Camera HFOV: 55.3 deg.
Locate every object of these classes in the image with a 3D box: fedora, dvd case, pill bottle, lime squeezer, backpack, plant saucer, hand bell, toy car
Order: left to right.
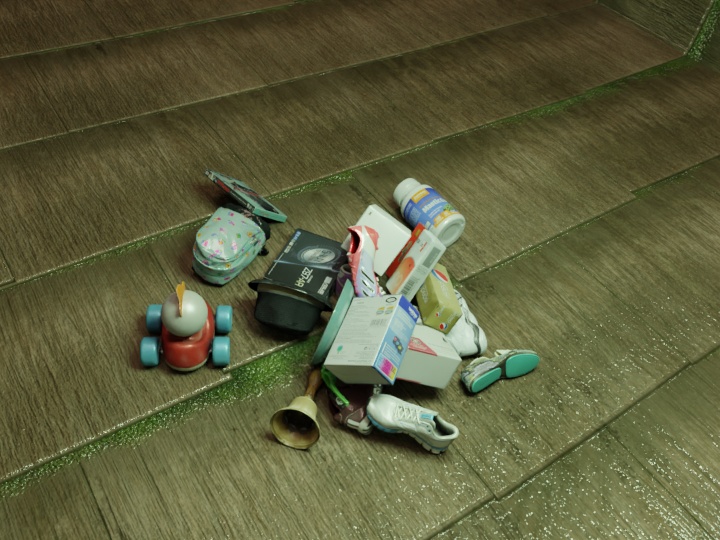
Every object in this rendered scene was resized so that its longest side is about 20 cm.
[{"bbox_3d":[-0.367,0.091,1.447,0.183,0.201,0.177,2,46,-8],"label":"toy car"},{"bbox_3d":[-0.326,-0.066,1.660,0.166,0.127,0.200,24,50,10],"label":"backpack"},{"bbox_3d":[-0.301,-0.196,1.806,0.200,0.022,0.146,37,12,26],"label":"dvd case"},{"bbox_3d":[-0.166,0.090,1.537,0.199,0.201,0.092,14,76,5],"label":"fedora"},{"bbox_3d":[-0.108,0.260,1.424,0.104,0.105,0.200,15,33,5],"label":"hand bell"},{"bbox_3d":[-0.057,0.114,1.480,0.027,0.201,0.201,23,46,-1],"label":"plant saucer"},{"bbox_3d":[-0.050,0.221,1.441,0.070,0.038,0.200,14,27,-2],"label":"lime squeezer"},{"bbox_3d":[0.178,-0.159,1.843,0.112,0.112,0.200,-24,54,-28],"label":"pill bottle"}]

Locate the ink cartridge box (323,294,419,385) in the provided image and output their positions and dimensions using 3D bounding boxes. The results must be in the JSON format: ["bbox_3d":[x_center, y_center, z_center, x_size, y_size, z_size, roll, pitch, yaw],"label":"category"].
[{"bbox_3d":[0.030,0.125,1.382,0.136,0.076,0.201,-6,50,42],"label":"ink cartridge box"}]

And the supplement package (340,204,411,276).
[{"bbox_3d":[0.041,-0.077,1.649,0.121,0.120,0.200,37,7,0],"label":"supplement package"}]

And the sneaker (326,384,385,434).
[{"bbox_3d":[-0.008,0.242,1.450,0.115,0.076,0.200,12,45,9],"label":"sneaker"}]

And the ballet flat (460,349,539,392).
[{"bbox_3d":[0.307,0.210,1.538,0.199,0.072,0.072,-16,50,-25],"label":"ballet flat"}]

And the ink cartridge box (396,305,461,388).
[{"bbox_3d":[0.105,0.152,1.483,0.146,0.083,0.200,16,24,-28],"label":"ink cartridge box"}]

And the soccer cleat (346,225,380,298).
[{"bbox_3d":[0.000,0.000,1.505,0.076,0.067,0.201,8,82,-32],"label":"soccer cleat"}]

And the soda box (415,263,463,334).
[{"bbox_3d":[0.169,0.053,1.561,0.067,0.064,0.200,25,25,-20],"label":"soda box"}]

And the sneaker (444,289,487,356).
[{"bbox_3d":[0.200,0.122,1.596,0.114,0.075,0.200,-13,52,-24],"label":"sneaker"}]

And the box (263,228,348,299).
[{"bbox_3d":[-0.126,-0.007,1.692,0.159,0.044,0.200,20,46,11],"label":"box"}]

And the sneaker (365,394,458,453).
[{"bbox_3d":[0.107,0.292,1.366,0.199,0.087,0.075,24,55,-11],"label":"sneaker"}]

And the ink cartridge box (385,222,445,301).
[{"bbox_3d":[0.113,-0.031,1.629,0.050,0.163,0.200,29,12,-24],"label":"ink cartridge box"}]

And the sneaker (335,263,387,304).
[{"bbox_3d":[0.029,0.054,1.610,0.200,0.115,0.073,27,46,15],"label":"sneaker"}]
